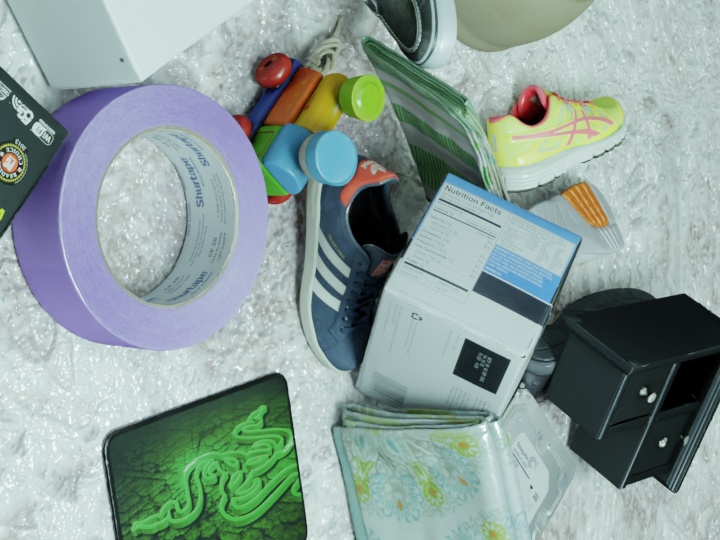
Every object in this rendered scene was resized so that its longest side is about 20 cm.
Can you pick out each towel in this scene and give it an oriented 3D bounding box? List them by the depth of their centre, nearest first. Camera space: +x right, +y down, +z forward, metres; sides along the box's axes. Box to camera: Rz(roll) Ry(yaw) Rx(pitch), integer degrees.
[{"bbox_3d":[0.075,-0.101,1.314,0.023,0.152,0.201,-39,136,-11],"label":"towel"},{"bbox_3d":[0.066,0.213,1.326,0.048,0.170,0.202,-31,113,-46],"label":"towel"}]

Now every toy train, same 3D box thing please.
[{"bbox_3d":[-0.025,-0.147,1.254,0.085,0.115,0.201,49,59,-35],"label":"toy train"}]

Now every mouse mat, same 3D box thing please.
[{"bbox_3d":[-0.123,0.185,1.249,0.199,0.007,0.162,-18,105,-44],"label":"mouse mat"}]

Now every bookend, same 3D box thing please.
[{"bbox_3d":[0.269,0.140,1.530,0.199,0.092,0.200,-7,125,-43],"label":"bookend"}]

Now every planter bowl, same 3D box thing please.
[{"bbox_3d":[0.167,-0.312,1.429,0.199,0.134,0.202,-4,95,-45],"label":"planter bowl"}]

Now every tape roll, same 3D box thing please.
[{"bbox_3d":[-0.165,-0.041,1.155,0.199,0.065,0.202,-2,92,-45],"label":"tape roll"}]

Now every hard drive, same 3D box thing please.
[{"bbox_3d":[0.133,0.228,1.488,0.200,0.038,0.140,-54,127,-30],"label":"hard drive"}]

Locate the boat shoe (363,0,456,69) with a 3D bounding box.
[{"bbox_3d":[0.019,-0.252,1.289,0.070,0.072,0.201,1,51,-33],"label":"boat shoe"}]

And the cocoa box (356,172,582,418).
[{"bbox_3d":[0.091,0.039,1.301,0.132,0.133,0.200,-60,172,-28],"label":"cocoa box"}]

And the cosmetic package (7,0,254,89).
[{"bbox_3d":[-0.168,-0.269,1.099,0.200,0.122,0.200,-41,119,-34],"label":"cosmetic package"}]

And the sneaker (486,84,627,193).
[{"bbox_3d":[0.197,-0.148,1.509,0.199,0.078,0.091,-30,106,-42],"label":"sneaker"}]

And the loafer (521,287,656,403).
[{"bbox_3d":[0.233,0.077,1.572,0.199,0.072,0.063,-24,131,-37],"label":"loafer"}]

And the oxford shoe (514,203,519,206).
[{"bbox_3d":[0.112,0.030,1.448,0.057,0.075,0.202,8,95,-4],"label":"oxford shoe"}]

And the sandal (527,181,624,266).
[{"bbox_3d":[0.199,-0.040,1.525,0.206,0.059,0.080,-10,75,-55],"label":"sandal"}]

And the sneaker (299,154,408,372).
[{"bbox_3d":[0.000,0.000,1.297,0.075,0.084,0.202,-24,120,-44],"label":"sneaker"}]

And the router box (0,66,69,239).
[{"bbox_3d":[-0.311,-0.095,1.005,0.200,0.062,0.151,46,62,-36],"label":"router box"}]
